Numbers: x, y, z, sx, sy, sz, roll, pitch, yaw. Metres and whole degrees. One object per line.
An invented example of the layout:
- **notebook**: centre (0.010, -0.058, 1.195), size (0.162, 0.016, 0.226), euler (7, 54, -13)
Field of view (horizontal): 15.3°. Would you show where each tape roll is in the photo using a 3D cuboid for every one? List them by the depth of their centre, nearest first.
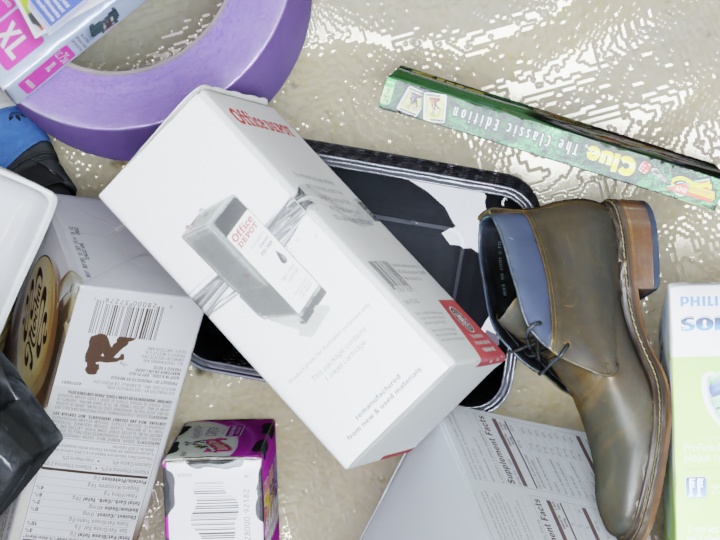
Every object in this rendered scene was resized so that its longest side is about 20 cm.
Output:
- **tape roll**: centre (-0.131, -0.169, 1.546), size (0.199, 0.085, 0.201), euler (-1, 79, 5)

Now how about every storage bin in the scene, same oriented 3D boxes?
- **storage bin**: centre (0.000, 0.000, 1.576), size (0.199, 0.094, 0.136), euler (10, 97, 3)

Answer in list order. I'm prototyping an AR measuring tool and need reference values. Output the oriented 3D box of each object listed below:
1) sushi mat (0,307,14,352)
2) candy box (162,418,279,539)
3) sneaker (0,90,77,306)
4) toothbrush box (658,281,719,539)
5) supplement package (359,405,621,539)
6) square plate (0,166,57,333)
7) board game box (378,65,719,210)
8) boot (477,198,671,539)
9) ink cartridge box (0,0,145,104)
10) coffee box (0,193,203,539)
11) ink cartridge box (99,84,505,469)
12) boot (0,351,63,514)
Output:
- **sushi mat**: centre (-0.231, 0.050, 1.639), size (0.096, 0.012, 0.200), euler (40, 97, 1)
- **candy box**: centre (-0.079, 0.196, 1.581), size (0.061, 0.136, 0.201), euler (-2, 96, 2)
- **sneaker**: centre (-0.257, -0.010, 1.589), size (0.200, 0.077, 0.111), euler (-38, 65, 2)
- **toothbrush box**: centre (0.214, 0.116, 1.521), size (0.086, 0.146, 0.201), euler (0, 81, 4)
- **supplement package**: centre (0.065, 0.205, 1.520), size (0.111, 0.156, 0.200), euler (13, 119, -24)
- **square plate**: centre (-0.289, -0.017, 1.536), size (0.200, 0.028, 0.198), euler (25, 127, -3)
- **board game box**: centre (0.111, -0.078, 1.553), size (0.199, 0.105, 0.024), euler (17, 101, 3)
- **boot**: centre (0.114, 0.054, 1.481), size (0.097, 0.075, 0.201), euler (5, 67, -16)
- **ink cartridge box**: centre (-0.152, -0.202, 1.493), size (0.200, 0.042, 0.119), euler (-38, 79, -3)
- **coffee box**: centre (-0.160, 0.072, 1.551), size (0.080, 0.113, 0.201), euler (7, 117, -22)
- **ink cartridge box**: centre (-0.029, 0.003, 1.443), size (0.083, 0.147, 0.200), euler (-45, 79, 10)
- **boot**: centre (-0.263, 0.086, 1.506), size (0.165, 0.200, 0.066), euler (38, 58, -2)
